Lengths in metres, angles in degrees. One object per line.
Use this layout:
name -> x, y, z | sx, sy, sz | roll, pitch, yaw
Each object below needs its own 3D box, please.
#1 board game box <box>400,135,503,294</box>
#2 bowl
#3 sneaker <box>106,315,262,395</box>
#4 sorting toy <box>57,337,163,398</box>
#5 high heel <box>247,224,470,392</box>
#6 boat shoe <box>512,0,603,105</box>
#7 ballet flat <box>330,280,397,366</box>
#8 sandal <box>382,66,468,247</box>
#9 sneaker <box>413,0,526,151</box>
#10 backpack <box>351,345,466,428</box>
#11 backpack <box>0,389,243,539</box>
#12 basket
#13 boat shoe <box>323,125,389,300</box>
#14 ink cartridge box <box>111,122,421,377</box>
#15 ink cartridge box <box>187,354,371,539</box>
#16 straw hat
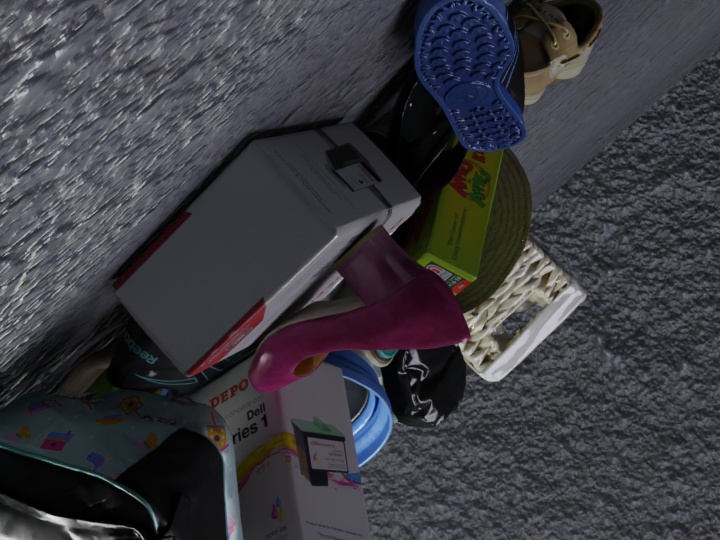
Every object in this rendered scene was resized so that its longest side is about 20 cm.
board game box -> 0.065, -0.060, 1.339 | 0.102, 0.048, 0.200 | -41, -153, 49
bowl -> -0.074, 0.122, 1.390 | 0.201, 0.039, 0.201 | -6, 144, -4
sneaker -> -0.122, 0.045, 1.230 | 0.079, 0.075, 0.200 | -53, 162, 16
sorting toy -> -0.195, 0.099, 1.317 | 0.200, 0.036, 0.185 | -46, 173, 34
high heel -> -0.004, 0.055, 1.145 | 0.067, 0.096, 0.200 | -35, 171, -49
boat shoe -> 0.141, -0.186, 1.348 | 0.066, 0.074, 0.200 | -60, 167, 29
ballet flat -> 0.000, 0.000, 1.389 | 0.069, 0.069, 0.200 | -49, -151, 48
sandal -> 0.049, -0.079, 1.246 | 0.075, 0.048, 0.201 | -4, 118, -57
sneaker -> 0.073, -0.156, 1.130 | 0.070, 0.078, 0.200 | -9, 155, 7
backpack -> -0.017, 0.057, 1.482 | 0.200, 0.167, 0.127 | 6, -159, 30
backpack -> -0.180, 0.166, 1.114 | 0.153, 0.200, 0.176 | -48, 140, -53
basket -> 0.103, -0.009, 1.643 | 0.136, 0.123, 0.200 | -44, -144, 3
boat shoe -> -0.038, -0.033, 1.306 | 0.071, 0.072, 0.200 | -19, 147, -55
ink cartridge box -> -0.058, -0.020, 1.131 | 0.147, 0.083, 0.200 | -43, 174, 18
ink cartridge box -> -0.075, 0.179, 1.255 | 0.145, 0.200, 0.084 | -32, 143, 32
straw hat -> 0.057, -0.056, 1.531 | 0.085, 0.201, 0.201 | 28, 116, -40
